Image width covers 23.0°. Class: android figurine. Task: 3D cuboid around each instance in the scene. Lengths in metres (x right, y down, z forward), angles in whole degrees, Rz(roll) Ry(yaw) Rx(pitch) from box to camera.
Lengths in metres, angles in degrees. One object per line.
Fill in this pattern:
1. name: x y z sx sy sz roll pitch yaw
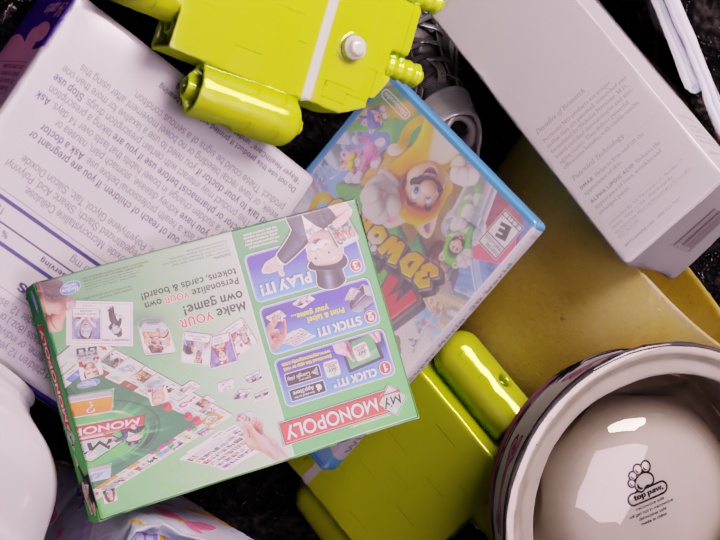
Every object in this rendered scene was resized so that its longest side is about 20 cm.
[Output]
1. android figurine: 0.024 0.114 1.122 0.200 0.182 0.041 49 30 14
2. android figurine: -0.042 -0.164 1.015 0.199 0.041 0.184 20 86 -26

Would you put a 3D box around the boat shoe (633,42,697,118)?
1. boat shoe: 0.152 -0.136 1.202 0.200 0.073 0.065 43 84 -14

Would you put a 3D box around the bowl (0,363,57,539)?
1. bowl: -0.243 0.085 0.982 0.201 0.200 0.091 38 70 -24

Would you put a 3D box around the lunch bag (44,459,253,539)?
1. lunch bag: -0.147 0.233 1.055 0.126 0.169 0.202 20 87 -30

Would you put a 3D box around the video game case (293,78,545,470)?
1. video game case: 0.000 0.000 1.082 0.200 0.143 0.018 -49 155 14

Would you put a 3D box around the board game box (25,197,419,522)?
1. board game box: -0.076 0.048 1.005 0.198 0.029 0.136 -15 88 -23

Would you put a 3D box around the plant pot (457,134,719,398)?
1. plant pot: 0.130 0.024 1.159 0.142 0.200 0.200 -43 115 14

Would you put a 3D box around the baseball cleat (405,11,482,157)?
1. baseball cleat: 0.045 -0.131 1.128 0.069 0.106 0.202 -11 100 -18

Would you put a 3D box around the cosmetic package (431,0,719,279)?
1. cosmetic package: 0.143 -0.099 1.073 0.081 0.113 0.201 -42 70 15

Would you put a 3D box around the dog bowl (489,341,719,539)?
1. dog bowl: 0.163 0.137 1.044 0.198 0.074 0.202 -2 97 -17

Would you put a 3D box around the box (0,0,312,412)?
1. box: -0.163 -0.028 1.046 0.183 0.105 0.201 37 81 -25

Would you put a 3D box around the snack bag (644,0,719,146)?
1. snack bag: 0.213 -0.145 1.170 0.021 0.189 0.201 -23 109 11

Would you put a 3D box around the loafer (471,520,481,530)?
1. loafer: 0.131 0.175 1.177 0.075 0.199 0.070 -42 141 -22
